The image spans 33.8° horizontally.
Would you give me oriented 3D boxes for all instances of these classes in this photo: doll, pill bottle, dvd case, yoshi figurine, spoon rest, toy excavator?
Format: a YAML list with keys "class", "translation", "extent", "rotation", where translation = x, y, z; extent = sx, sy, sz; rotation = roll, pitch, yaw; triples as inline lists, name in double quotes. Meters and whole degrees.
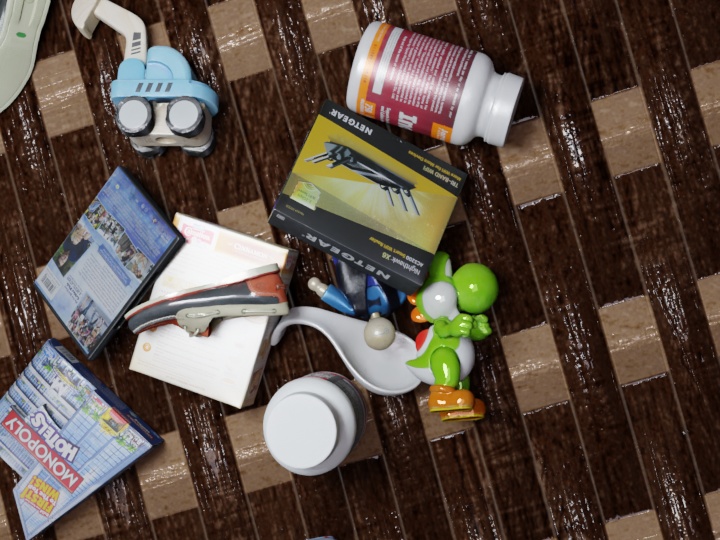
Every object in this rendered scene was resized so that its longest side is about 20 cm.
- class: "doll"
  translation: [0.000, 0.000, 1.446]
  extent: [0.134, 0.048, 0.203]
  rotation: [-12, 79, -17]
- class: "pill bottle"
  translation: [0.091, -0.218, 1.426]
  extent: [0.197, 0.113, 0.115]
  rotation: [18, 91, 7]
- class: "dvd case"
  translation: [-0.316, -0.009, 1.480]
  extent: [0.143, 0.017, 0.201]
  rotation: [46, 104, 26]
- class: "yoshi figurine"
  translation: [0.125, 0.072, 1.416]
  extent: [0.110, 0.112, 0.204]
  rotation: [7, 68, -29]
- class: "spoon rest"
  translation: [-0.013, 0.093, 1.452]
  extent: [0.197, 0.100, 0.061]
  rotation: [19, 135, 9]
- class: "pill bottle"
  translation: [-0.054, 0.179, 1.394]
  extent: [0.108, 0.200, 0.113]
  rotation: [0, 88, 6]
- class: "toy excavator"
  translation: [-0.270, -0.252, 1.490]
  extent: [0.191, 0.100, 0.204]
  rotation: [1, 77, 5]

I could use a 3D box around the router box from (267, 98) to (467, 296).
- class: "router box"
  translation: [0.009, -0.087, 1.418]
  extent: [0.198, 0.052, 0.159]
  rotation: [26, 70, -6]

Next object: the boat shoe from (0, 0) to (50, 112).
- class: "boat shoe"
  translation: [-0.459, -0.294, 1.527]
  extent: [0.067, 0.071, 0.203]
  rotation: [32, 102, 42]

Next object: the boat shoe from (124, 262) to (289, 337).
- class: "boat shoe"
  translation: [-0.182, 0.047, 1.406]
  extent: [0.197, 0.071, 0.064]
  rotation: [-16, 90, 2]

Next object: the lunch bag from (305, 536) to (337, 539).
- class: "lunch bag"
  translation: [-0.046, 0.404, 1.391]
  extent: [0.074, 0.200, 0.164]
  rotation: [-5, 88, -2]

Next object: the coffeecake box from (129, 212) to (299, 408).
- class: "coffeecake box"
  translation: [-0.180, 0.048, 1.475]
  extent: [0.151, 0.073, 0.203]
  rotation: [18, 91, 8]

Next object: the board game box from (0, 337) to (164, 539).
- class: "board game box"
  translation: [-0.389, 0.228, 1.504]
  extent: [0.199, 0.062, 0.201]
  rotation: [40, 93, 6]
